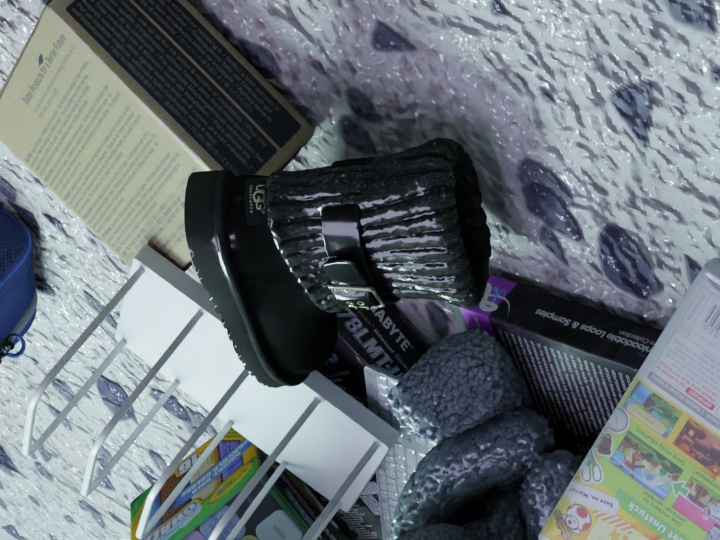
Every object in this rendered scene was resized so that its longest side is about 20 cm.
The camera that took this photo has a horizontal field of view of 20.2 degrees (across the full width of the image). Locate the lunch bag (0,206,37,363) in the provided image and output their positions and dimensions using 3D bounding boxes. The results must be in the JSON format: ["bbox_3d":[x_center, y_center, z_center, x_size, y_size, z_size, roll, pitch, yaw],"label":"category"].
[{"bbox_3d":[-0.350,0.007,1.621,0.199,0.136,0.133,36,153,12],"label":"lunch bag"}]

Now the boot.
[{"bbox_3d":[0.000,0.002,1.146,0.156,0.080,0.211,-7,156,9],"label":"boot"}]

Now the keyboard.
[{"bbox_3d":[0.033,0.131,1.298,0.056,0.011,0.201,29,148,26],"label":"keyboard"}]

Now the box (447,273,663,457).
[{"bbox_3d":[0.151,0.083,1.139,0.199,0.036,0.144,21,147,40],"label":"box"}]

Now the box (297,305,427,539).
[{"bbox_3d":[0.000,0.100,1.359,0.199,0.050,0.200,52,151,-12],"label":"box"}]

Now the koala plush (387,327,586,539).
[{"bbox_3d":[0.056,0.178,1.148,0.177,0.200,0.184,35,154,15],"label":"koala plush"}]

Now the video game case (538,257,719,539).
[{"bbox_3d":[0.212,0.123,1.010,0.199,0.023,0.183,35,115,16],"label":"video game case"}]

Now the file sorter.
[{"bbox_3d":[-0.101,0.112,1.290,0.199,0.125,0.139,36,155,4],"label":"file sorter"}]

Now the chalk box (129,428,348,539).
[{"bbox_3d":[-0.085,0.209,1.462,0.125,0.124,0.200,51,-175,-13],"label":"chalk box"}]

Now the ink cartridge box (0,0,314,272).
[{"bbox_3d":[-0.135,-0.089,1.245,0.165,0.075,0.200,46,154,-3],"label":"ink cartridge box"}]
